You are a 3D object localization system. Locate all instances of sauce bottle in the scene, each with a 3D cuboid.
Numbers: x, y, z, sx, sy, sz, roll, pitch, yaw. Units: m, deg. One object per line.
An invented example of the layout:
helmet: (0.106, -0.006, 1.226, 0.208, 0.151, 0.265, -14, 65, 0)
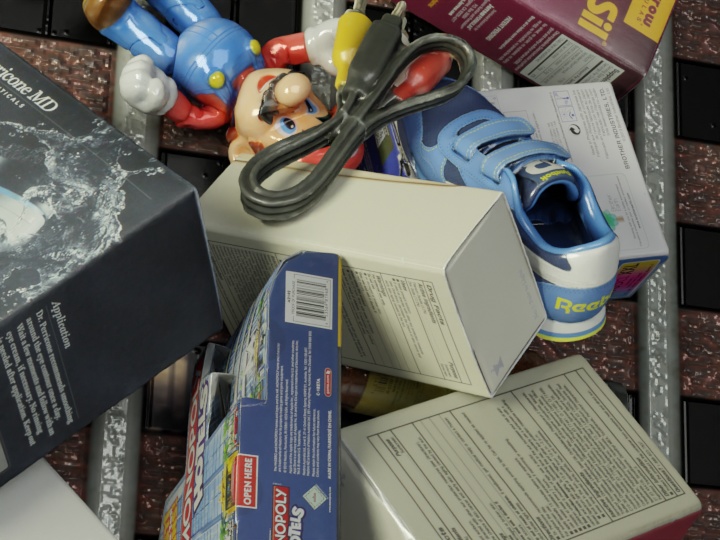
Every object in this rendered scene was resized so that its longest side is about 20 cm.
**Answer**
sauce bottle: (0.074, 0.075, 1.262, 0.199, 0.066, 0.066, 14, 70, -15)

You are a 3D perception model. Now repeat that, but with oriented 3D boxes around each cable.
cable: (0.002, -0.090, 1.190, 0.097, 0.050, 0.200, 23, 58, 10)

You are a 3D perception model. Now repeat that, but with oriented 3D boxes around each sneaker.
sneaker: (0.095, -0.054, 1.199, 0.074, 0.082, 0.200, -23, 62, -26)

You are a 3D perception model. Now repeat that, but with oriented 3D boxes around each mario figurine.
mario figurine: (-0.076, -0.133, 1.244, 0.200, 0.106, 0.124, 41, 100, 6)

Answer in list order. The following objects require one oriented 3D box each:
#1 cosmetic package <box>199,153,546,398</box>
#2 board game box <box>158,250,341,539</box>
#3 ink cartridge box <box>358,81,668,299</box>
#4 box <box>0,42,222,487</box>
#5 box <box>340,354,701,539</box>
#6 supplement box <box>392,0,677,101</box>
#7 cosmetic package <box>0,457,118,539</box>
cosmetic package: (0.000, 0.000, 1.172, 0.073, 0.199, 0.104, -51, 136, -34)
board game box: (-0.070, 0.117, 1.134, 0.061, 0.200, 0.201, 9, 61, -18)
ink cartridge box: (0.083, -0.045, 1.285, 0.199, 0.076, 0.137, -5, 65, -22)
box: (-0.218, -0.001, 1.105, 0.200, 0.118, 0.196, -36, 52, -26)
box: (0.076, 0.149, 1.147, 0.199, 0.109, 0.128, -14, 55, -37)
supplement box: (0.113, -0.208, 1.350, 0.199, 0.086, 0.111, 29, 66, -10)
cosmetic package: (-0.183, 0.192, 1.124, 0.200, 0.090, 0.107, 47, 65, -5)
